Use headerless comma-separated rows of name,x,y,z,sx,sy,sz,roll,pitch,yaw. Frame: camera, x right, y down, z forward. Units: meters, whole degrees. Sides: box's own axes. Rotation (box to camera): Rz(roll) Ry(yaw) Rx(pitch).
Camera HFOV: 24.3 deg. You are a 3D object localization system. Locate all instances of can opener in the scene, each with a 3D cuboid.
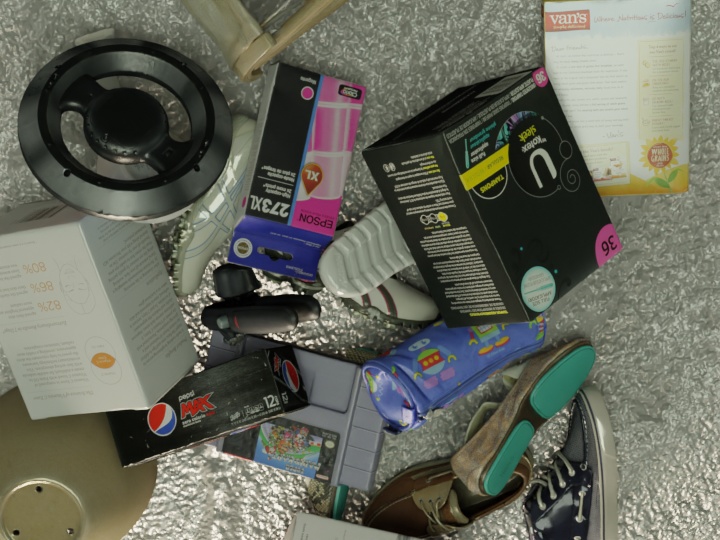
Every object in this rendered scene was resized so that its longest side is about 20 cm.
can opener,-0.104,0.040,1.640,0.063,0.200,0.079,-31,108,-22

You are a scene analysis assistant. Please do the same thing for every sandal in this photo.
sandal,0.040,-0.038,1.664,0.203,0.050,0.083,-25,90,-23

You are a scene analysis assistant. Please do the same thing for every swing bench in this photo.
swing bench,-0.099,-0.308,1.533,0.200,0.130,0.199,-37,90,12

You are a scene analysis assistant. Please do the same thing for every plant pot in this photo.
plant pot,-0.319,0.227,1.731,0.200,0.134,0.201,0,108,1

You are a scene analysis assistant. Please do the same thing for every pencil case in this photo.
pencil case,0.097,0.086,1.659,0.200,0.087,0.078,-29,147,-26

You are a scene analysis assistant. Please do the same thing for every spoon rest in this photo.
spoon rest,-0.222,-0.135,1.617,0.099,0.061,0.200,-19,74,-16

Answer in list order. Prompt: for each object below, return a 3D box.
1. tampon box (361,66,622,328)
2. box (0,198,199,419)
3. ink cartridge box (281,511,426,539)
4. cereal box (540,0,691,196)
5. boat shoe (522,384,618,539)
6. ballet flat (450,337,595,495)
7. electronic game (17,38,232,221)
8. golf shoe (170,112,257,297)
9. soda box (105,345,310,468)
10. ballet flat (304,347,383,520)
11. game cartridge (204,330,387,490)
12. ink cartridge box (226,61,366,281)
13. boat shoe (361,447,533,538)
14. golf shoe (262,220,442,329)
tampon box,0.129,-0.067,1.598,0.150,0.126,0.200,-36,107,-33
box,-0.275,0.033,1.655,0.152,0.106,0.200,-8,111,29
ink cartridge box,0.012,0.329,1.752,0.200,0.147,0.083,13,65,-5
cereal box,0.251,-0.173,1.643,0.144,0.040,0.200,-2,108,2
boat shoe,0.217,0.220,1.752,0.093,0.075,0.200,-9,109,-6
ballet flat,0.161,0.139,1.724,0.200,0.067,0.068,-49,137,-15
electronic game,-0.219,-0.134,1.562,0.200,0.200,0.042,13,150,-4
golf shoe,-0.132,-0.057,1.669,0.097,0.078,0.200,16,109,-11
soda box,-0.156,0.138,1.690,0.200,0.063,0.071,-20,83,22
ballet flat,-0.026,0.171,1.751,0.075,0.068,0.200,22,103,9
game cartridge,-0.070,0.142,1.713,0.200,0.038,0.130,14,93,15
ink cartridge box,-0.063,-0.095,1.630,0.095,0.037,0.200,13,89,-19
boat shoe,0.090,0.240,1.764,0.200,0.072,0.076,-29,106,10
golf shoe,0.000,0.000,1.686,0.200,0.077,0.088,22,96,-10
